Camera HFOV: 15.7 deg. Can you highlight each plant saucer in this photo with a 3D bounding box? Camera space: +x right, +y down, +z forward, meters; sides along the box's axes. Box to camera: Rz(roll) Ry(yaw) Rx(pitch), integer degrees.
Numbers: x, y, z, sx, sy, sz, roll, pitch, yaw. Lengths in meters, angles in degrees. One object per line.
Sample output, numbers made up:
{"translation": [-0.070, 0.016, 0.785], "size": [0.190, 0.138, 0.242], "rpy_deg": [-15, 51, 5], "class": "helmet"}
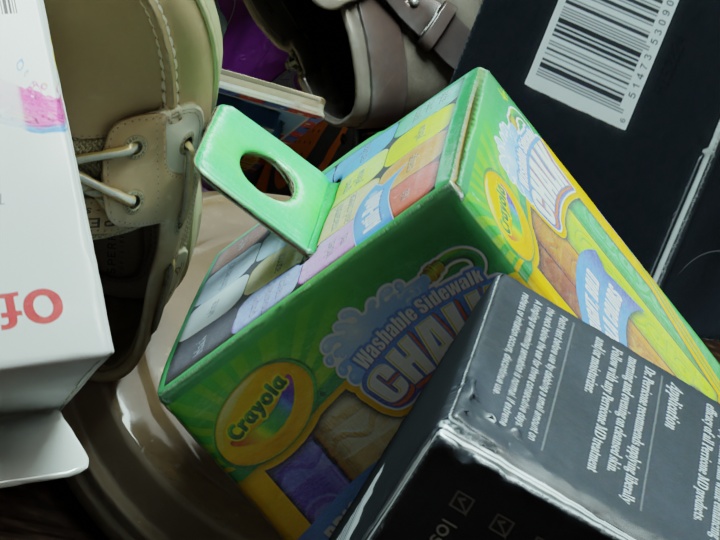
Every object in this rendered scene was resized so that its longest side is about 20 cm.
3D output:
{"translation": [-0.024, 0.045, 0.983], "size": [0.199, 0.030, 0.201], "rpy_deg": [14, 48, -16], "class": "plant saucer"}

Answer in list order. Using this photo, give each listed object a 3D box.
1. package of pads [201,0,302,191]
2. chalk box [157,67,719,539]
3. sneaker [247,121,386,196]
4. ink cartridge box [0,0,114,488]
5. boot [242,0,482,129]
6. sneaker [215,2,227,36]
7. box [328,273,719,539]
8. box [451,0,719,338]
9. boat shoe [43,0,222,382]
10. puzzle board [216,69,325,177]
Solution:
{"translation": [-0.070, -0.131, 1.262], "size": [0.075, 0.121, 0.200], "rpy_deg": [19, 25, -41], "class": "package of pads"}
{"translation": [0.022, 0.023, 0.859], "size": [0.200, 0.124, 0.125], "rpy_deg": [51, 20, -14], "class": "chalk box"}
{"translation": [0.000, 0.000, 1.092], "size": [0.077, 0.112, 0.200], "rpy_deg": [11, 30, -39], "class": "sneaker"}
{"translation": [-0.162, -0.020, 0.795], "size": [0.128, 0.125, 0.201], "rpy_deg": [-6, 75, -21], "class": "ink cartridge box"}
{"translation": [-0.002, -0.158, 1.095], "size": [0.146, 0.070, 0.201], "rpy_deg": [-30, 89, -42], "class": "boot"}
{"translation": [-0.094, -0.167, 1.046], "size": [0.084, 0.201, 0.074], "rpy_deg": [8, 29, 26], "class": "sneaker"}
{"translation": [0.067, 0.145, 0.767], "size": [0.196, 0.200, 0.124], "rpy_deg": [32, 23, -1], "class": "box"}
{"translation": [0.142, -0.082, 1.077], "size": [0.124, 0.201, 0.196], "rpy_deg": [27, 10, 30], "class": "box"}
{"translation": [-0.083, -0.039, 0.866], "size": [0.071, 0.200, 0.065], "rpy_deg": [5, 53, 7], "class": "boat shoe"}
{"translation": [-0.128, -0.072, 1.059], "size": [0.199, 0.017, 0.151], "rpy_deg": [15, -14, -14], "class": "puzzle board"}
